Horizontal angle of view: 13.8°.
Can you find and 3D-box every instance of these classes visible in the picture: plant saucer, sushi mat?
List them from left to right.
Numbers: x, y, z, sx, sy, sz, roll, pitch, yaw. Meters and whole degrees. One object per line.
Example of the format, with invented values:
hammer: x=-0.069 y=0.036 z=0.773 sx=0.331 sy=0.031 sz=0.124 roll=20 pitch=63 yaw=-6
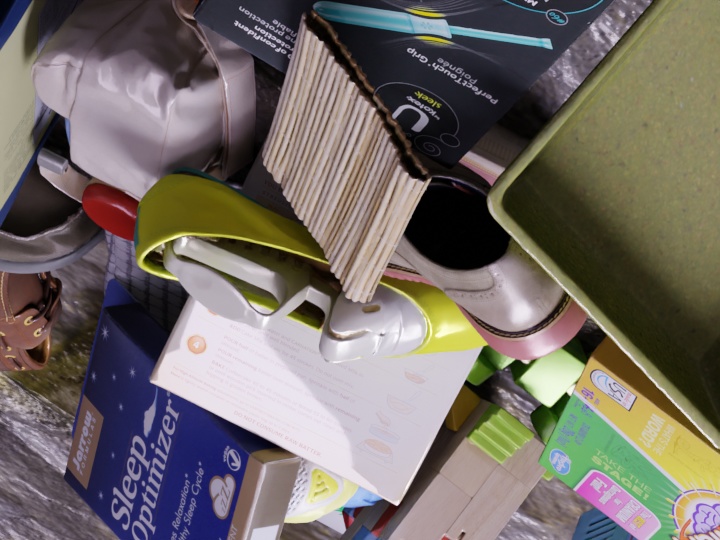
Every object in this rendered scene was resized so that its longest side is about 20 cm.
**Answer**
sushi mat: x=-0.010 y=-0.050 z=1.413 sx=0.096 sy=0.012 sz=0.200 roll=57 pitch=165 yaw=10
plant saucer: x=0.173 y=-0.049 z=1.420 sx=0.200 sy=0.200 sz=0.048 roll=44 pitch=174 yaw=-28

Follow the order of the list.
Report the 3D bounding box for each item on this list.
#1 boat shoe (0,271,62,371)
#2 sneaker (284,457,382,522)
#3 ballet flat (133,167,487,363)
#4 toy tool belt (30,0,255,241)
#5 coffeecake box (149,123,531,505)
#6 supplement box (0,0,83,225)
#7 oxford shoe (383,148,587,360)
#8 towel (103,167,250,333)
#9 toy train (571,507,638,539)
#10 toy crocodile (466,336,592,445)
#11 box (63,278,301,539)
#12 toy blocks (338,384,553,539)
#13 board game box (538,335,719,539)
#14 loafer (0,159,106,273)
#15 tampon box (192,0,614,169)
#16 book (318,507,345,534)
boat shoe: x=-0.221 y=0.011 z=1.893 sx=0.067 sy=0.072 sz=0.200 roll=20 pitch=155 yaw=0
sneaker: x=-0.055 y=0.098 z=1.727 sx=0.105 sy=0.076 sz=0.200 roll=8 pitch=-164 yaw=-38
ballet flat: x=-0.025 y=0.011 z=1.528 sx=0.200 sy=0.067 sz=0.067 roll=22 pitch=134 yaw=0
toy tool belt: x=-0.102 y=-0.105 z=1.590 sx=0.125 sy=0.123 sz=0.200 roll=26 pitch=158 yaw=7
coffeecake box: x=0.000 y=0.000 z=1.599 sx=0.153 sy=0.073 sz=0.200 roll=27 pitch=110 yaw=-1
supplement box: x=-0.257 y=-0.154 z=1.596 sx=0.200 sy=0.134 sz=0.200 roll=22 pitch=149 yaw=6
oxford shoe: x=0.034 y=-0.032 z=1.454 sx=0.200 sy=0.070 sz=0.075 roll=33 pitch=166 yaw=45
towel: x=-0.066 y=0.007 z=1.756 sx=0.165 sy=0.086 sz=0.200 roll=21 pitch=151 yaw=11
toy train: x=0.216 y=0.192 z=1.797 sx=0.200 sy=0.114 sz=0.087 roll=36 pitch=148 yaw=-17
toy crocodile: x=0.104 y=0.049 z=1.720 sx=0.068 sy=0.062 sz=0.200 roll=-42 pitch=115 yaw=14
box: x=-0.113 y=0.104 z=1.688 sx=0.200 sy=0.032 sz=0.121 roll=42 pitch=127 yaw=41
toy blocks: x=0.039 y=0.140 z=1.751 sx=0.100 sy=0.137 sz=0.200 roll=38 pitch=176 yaw=-9
board game box: x=0.198 y=0.122 z=1.593 sx=0.200 sy=0.040 sz=0.153 roll=37 pitch=155 yaw=10
loafer: x=-0.236 y=-0.059 z=1.772 sx=0.200 sy=0.075 sz=0.070 roll=20 pitch=145 yaw=26
tampon box: x=0.039 y=-0.168 z=1.366 sx=0.150 sy=0.126 sz=0.200 roll=31 pitch=150 yaw=-8
book: x=-0.070 y=0.098 z=1.941 sx=0.200 sy=0.048 sz=0.134 roll=29 pitch=153 yaw=-8
